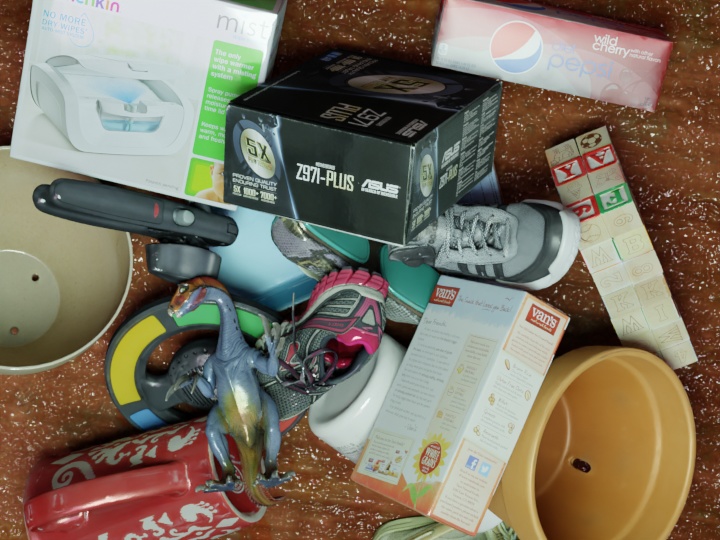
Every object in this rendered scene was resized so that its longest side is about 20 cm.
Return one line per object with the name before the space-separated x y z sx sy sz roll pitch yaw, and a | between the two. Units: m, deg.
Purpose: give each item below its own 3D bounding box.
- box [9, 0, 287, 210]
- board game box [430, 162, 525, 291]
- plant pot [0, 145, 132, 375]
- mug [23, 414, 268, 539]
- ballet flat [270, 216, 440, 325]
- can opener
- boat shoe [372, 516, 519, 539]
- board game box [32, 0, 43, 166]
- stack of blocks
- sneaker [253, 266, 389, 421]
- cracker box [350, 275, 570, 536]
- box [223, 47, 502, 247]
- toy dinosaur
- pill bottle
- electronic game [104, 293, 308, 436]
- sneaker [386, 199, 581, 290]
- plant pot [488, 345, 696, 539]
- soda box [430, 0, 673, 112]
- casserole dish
box | -0.176 -0.168 1.272 0.199 0.097 0.177 14 113 -3
board game box | 0.097 0.001 1.409 0.102 0.019 0.201 -14 110 6
plant pot | -0.312 0.006 1.353 0.199 0.134 0.202 5 72 -15
mug | -0.202 0.220 1.404 0.199 0.178 0.134 -20 102 19
ballet flat | 0.000 0.000 1.353 0.200 0.072 0.072 33 109 -25
can opener | -0.187 -0.045 1.297 0.063 0.079 0.199 -19 153 38
boat shoe | 0.108 0.268 1.487 0.199 0.063 0.074 -10 110 6
board game box | -0.212 -0.188 1.338 0.152 0.040 0.201 5 111 0
stack of blocks | 0.233 -0.013 1.346 0.058 0.115 0.201 -22 127 11
sneaker | -0.043 0.078 1.332 0.080 0.075 0.200 17 139 -19
cracker box | 0.083 0.110 1.285 0.058 0.134 0.201 28 83 -28
box | 0.005 -0.107 1.237 0.163 0.200 0.087 15 116 21
toy dinosaur | -0.123 0.104 1.338 0.104 0.200 0.183 -8 68 -10
pill bottle | 0.058 0.156 1.415 0.200 0.115 0.114 38 108 -22
electronic game | -0.141 0.099 1.420 0.198 0.042 0.201 0 128 0
sneaker | 0.089 -0.029 1.277 0.113 0.200 0.076 10 85 -32
plant pot | 0.179 0.158 1.340 0.199 0.140 0.202 -5 99 -34
soda box | 0.163 -0.193 1.304 0.199 0.070 0.064 11 109 -2
casserole dish | -0.078 -0.029 1.395 0.199 0.039 0.122 -24 108 10
